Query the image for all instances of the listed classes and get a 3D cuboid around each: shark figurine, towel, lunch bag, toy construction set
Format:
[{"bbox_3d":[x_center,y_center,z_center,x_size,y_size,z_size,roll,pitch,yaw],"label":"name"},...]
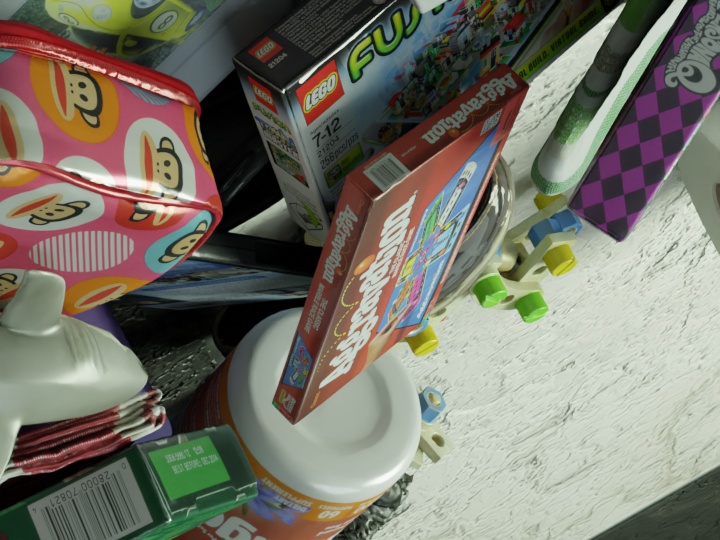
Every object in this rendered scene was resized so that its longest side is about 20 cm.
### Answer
[{"bbox_3d":[-0.188,0.061,0.821,0.214,0.090,0.128,-6,162,-13],"label":"shark figurine"},{"bbox_3d":[-0.195,0.111,0.927,0.200,0.023,0.144,-19,171,-25],"label":"towel"},{"bbox_3d":[-0.176,-0.026,0.815,0.200,0.082,0.176,-22,161,29],"label":"lunch bag"},{"bbox_3d":[0.149,-0.132,0.987,0.149,0.031,0.200,-57,176,-27],"label":"towel"},{"bbox_3d":[0.043,0.030,1.222,0.131,0.092,0.200,-2,132,-47],"label":"toy construction set"}]

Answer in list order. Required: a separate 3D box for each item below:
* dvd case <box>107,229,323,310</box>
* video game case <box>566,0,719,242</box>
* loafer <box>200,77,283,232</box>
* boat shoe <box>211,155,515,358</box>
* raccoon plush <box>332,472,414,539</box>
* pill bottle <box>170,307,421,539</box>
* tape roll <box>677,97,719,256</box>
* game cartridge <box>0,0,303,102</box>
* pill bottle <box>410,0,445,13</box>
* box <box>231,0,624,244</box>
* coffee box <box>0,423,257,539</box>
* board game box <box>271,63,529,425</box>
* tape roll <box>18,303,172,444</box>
[{"bbox_3d":[-0.086,0.001,0.990,0.142,0.018,0.200,-7,172,29],"label":"dvd case"},{"bbox_3d":[0.172,-0.127,0.914,0.200,0.036,0.181,-60,176,28],"label":"video game case"},{"bbox_3d":[-0.007,-0.076,0.976,0.200,0.070,0.068,-27,154,-9],"label":"loafer"},{"bbox_3d":[0.000,0.000,1.123,0.200,0.075,0.073,-41,154,17],"label":"boat shoe"},{"bbox_3d":[-0.046,0.112,1.312,0.097,0.134,0.200,-43,-171,6],"label":"raccoon plush"},{"bbox_3d":[-0.057,0.113,1.120,0.112,0.112,0.200,-12,157,-35],"label":"pill bottle"},{"bbox_3d":[0.302,-0.041,1.235,0.139,0.203,0.203,-31,155,-2],"label":"tape roll"},{"bbox_3d":[-0.103,-0.121,0.829,0.133,0.041,0.200,-38,155,23],"label":"game cartridge"},{"bbox_3d":[0.086,-0.194,0.812,0.200,0.113,0.113,-32,155,3],"label":"pill bottle"},{"bbox_3d":[0.038,-0.111,0.910,0.200,0.035,0.110,-42,144,-17],"label":"box"},{"bbox_3d":[-0.159,0.137,0.970,0.200,0.044,0.123,-28,172,16],"label":"coffee box"},{"bbox_3d":[0.015,-0.007,0.946,0.103,0.019,0.200,-36,162,-30],"label":"board game box"},{"bbox_3d":[-0.205,0.093,1.054,0.200,0.085,0.200,-25,156,-12],"label":"tape roll"}]
